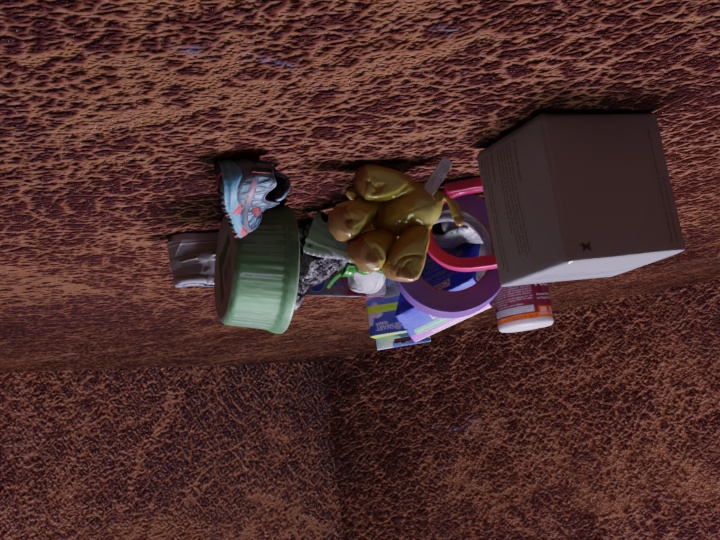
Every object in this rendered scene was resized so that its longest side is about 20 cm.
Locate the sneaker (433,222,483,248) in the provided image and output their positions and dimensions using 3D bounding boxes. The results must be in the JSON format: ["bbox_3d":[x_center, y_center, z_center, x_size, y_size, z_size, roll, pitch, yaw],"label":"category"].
[{"bbox_3d":[0.188,-0.078,1.775,0.199,0.071,0.080,-15,165,38],"label":"sneaker"}]

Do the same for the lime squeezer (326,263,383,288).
[{"bbox_3d":[0.000,0.000,1.797,0.199,0.038,0.070,-6,156,38],"label":"lime squeezer"}]

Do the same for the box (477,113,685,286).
[{"bbox_3d":[0.295,-0.095,1.372,0.199,0.201,0.171,-5,170,-24],"label":"box"}]

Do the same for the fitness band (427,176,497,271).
[{"bbox_3d":[0.193,-0.073,1.581,0.198,0.145,0.037,-8,172,5],"label":"fitness band"}]

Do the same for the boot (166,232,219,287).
[{"bbox_3d":[-0.228,-0.016,1.723,0.199,0.096,0.074,-5,170,-16],"label":"boot"}]

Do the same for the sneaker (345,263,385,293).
[{"bbox_3d":[0.008,-0.013,1.871,0.099,0.078,0.200,4,157,-24],"label":"sneaker"}]

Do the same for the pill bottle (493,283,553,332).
[{"bbox_3d":[0.322,0.019,2.050,0.113,0.202,0.114,-8,171,-1],"label":"pill bottle"}]

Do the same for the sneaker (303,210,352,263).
[{"bbox_3d":[-0.004,-0.053,1.603,0.199,0.083,0.075,9,-177,27],"label":"sneaker"}]

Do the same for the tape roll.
[{"bbox_3d":[0.147,-0.025,1.657,0.198,0.202,0.085,-8,170,1],"label":"tape roll"}]

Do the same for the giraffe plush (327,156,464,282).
[{"bbox_3d":[0.040,-0.082,1.492,0.200,0.173,0.162,-41,-171,-13],"label":"giraffe plush"}]

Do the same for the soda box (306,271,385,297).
[{"bbox_3d":[-0.044,0.018,2.041,0.199,0.071,0.063,0,180,38],"label":"soda box"}]

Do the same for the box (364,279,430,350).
[{"bbox_3d":[0.070,0.052,2.043,0.121,0.202,0.048,-10,171,14],"label":"box"}]

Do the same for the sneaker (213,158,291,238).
[{"bbox_3d":[-0.139,-0.098,1.375,0.095,0.080,0.200,-9,171,-2],"label":"sneaker"}]

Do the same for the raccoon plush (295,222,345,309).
[{"bbox_3d":[-0.053,-0.019,1.772,0.133,0.097,0.200,-3,147,-26],"label":"raccoon plush"}]

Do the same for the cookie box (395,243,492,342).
[{"bbox_3d":[0.161,0.017,1.850,0.170,0.075,0.200,-26,-155,27],"label":"cookie box"}]

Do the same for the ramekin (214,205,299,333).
[{"bbox_3d":[-0.166,-0.004,1.568,0.097,0.202,0.200,3,167,-18],"label":"ramekin"}]
